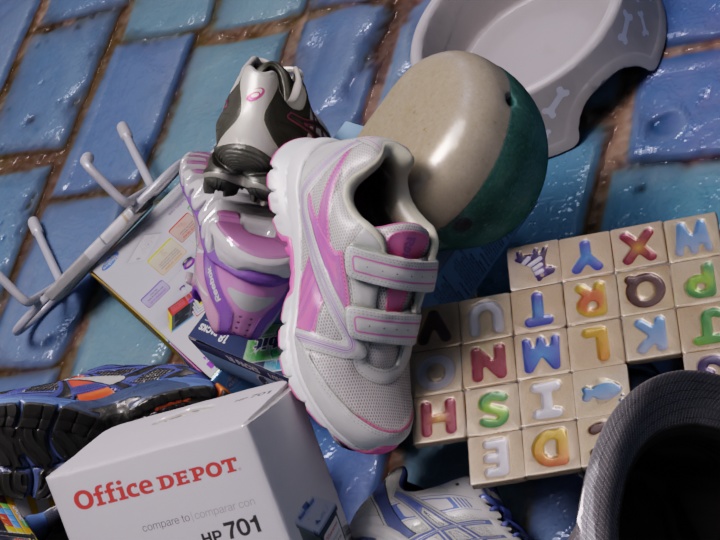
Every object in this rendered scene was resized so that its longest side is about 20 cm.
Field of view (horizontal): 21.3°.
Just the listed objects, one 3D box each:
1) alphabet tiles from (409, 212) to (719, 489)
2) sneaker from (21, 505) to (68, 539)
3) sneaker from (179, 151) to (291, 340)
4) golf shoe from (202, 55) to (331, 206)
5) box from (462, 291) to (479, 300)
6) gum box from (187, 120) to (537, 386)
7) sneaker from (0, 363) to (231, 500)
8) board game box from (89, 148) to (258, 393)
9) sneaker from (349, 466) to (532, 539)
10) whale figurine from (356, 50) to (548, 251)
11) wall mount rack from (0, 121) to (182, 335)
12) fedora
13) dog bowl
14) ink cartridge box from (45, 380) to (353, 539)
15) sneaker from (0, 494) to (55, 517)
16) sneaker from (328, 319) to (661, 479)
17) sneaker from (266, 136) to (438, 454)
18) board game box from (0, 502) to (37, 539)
[{"bbox_3d":[0.126,0.048,1.156,0.199,0.008,0.168,-10,53,11],"label":"alphabet tiles"},{"bbox_3d":[-0.136,0.149,1.244,0.200,0.085,0.077,-33,42,4],"label":"sneaker"},{"bbox_3d":[-0.088,-0.017,1.312,0.200,0.080,0.089,-112,33,-63],"label":"sneaker"},{"bbox_3d":[-0.053,-0.102,1.301,0.077,0.089,0.200,10,13,3],"label":"golf shoe"},{"bbox_3d":[0.056,0.009,1.336,0.039,0.041,0.200,-30,41,10],"label":"box"},{"bbox_3d":[0.000,0.000,1.321,0.170,0.045,0.200,19,66,44],"label":"gum box"},{"bbox_3d":[-0.187,0.103,1.299,0.199,0.076,0.078,-3,21,-18],"label":"sneaker"},{"bbox_3d":[-0.100,-0.001,1.457,0.153,0.040,0.200,-45,42,-7],"label":"board game box"},{"bbox_3d":[0.071,0.164,1.161,0.199,0.075,0.088,9,59,40],"label":"sneaker"},{"bbox_3d":[0.042,-0.051,1.249,0.200,0.104,0.160,-39,35,37],"label":"whale figurine"},{"bbox_3d":[-0.226,-0.044,1.552,0.200,0.075,0.174,-44,4,11],"label":"wall mount rack"},{"bbox_3d":[0.171,0.163,1.048,0.090,0.176,0.201,-31,54,54],"label":"fedora"},{"bbox_3d":[0.126,-0.173,1.435,0.199,0.059,0.201,-20,44,21],"label":"dog bowl"},{"bbox_3d":[-0.081,0.186,1.154,0.146,0.201,0.086,-17,9,23],"label":"ink cartridge box"},{"bbox_3d":[-0.239,0.148,1.316,0.075,0.090,0.201,-4,53,36],"label":"sneaker"},{"bbox_3d":[0.090,0.091,1.185,0.202,0.077,0.146,-22,42,-9],"label":"sneaker"},{"bbox_3d":[0.002,0.008,1.141,0.088,0.081,0.201,-19,78,45],"label":"sneaker"},{"bbox_3d":[-0.248,0.270,1.191,0.165,0.057,0.201,43,109,46],"label":"board game box"}]
